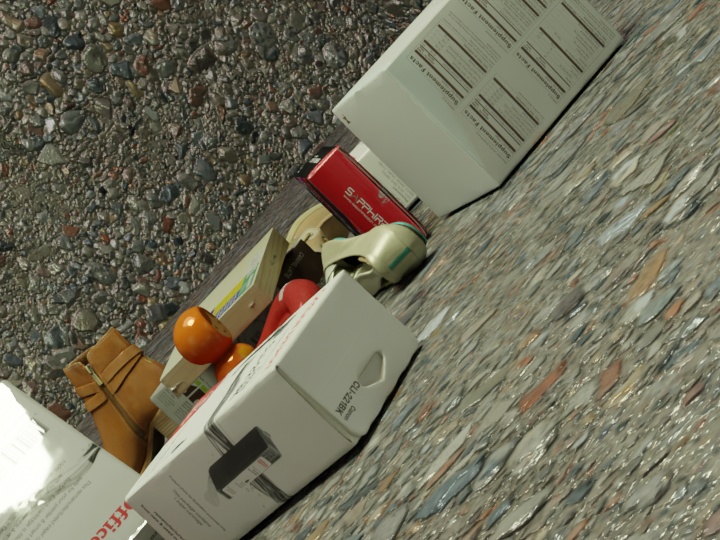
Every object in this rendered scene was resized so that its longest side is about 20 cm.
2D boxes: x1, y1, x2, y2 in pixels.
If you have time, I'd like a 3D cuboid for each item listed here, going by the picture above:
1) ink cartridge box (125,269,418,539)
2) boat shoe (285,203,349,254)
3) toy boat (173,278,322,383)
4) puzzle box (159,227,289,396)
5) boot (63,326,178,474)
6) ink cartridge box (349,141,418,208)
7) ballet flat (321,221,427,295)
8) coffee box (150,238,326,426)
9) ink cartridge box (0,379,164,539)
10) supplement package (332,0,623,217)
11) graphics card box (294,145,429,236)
[{"bbox_3d":[-0.065,0.111,1.309,0.200,0.084,0.144,-41,8,35],"label":"ink cartridge box"},{"bbox_3d":[-0.059,-0.008,2.074,0.064,0.071,0.200,8,45,37],"label":"boat shoe"},{"bbox_3d":[-0.107,0.081,1.529,0.200,0.131,0.130,-50,8,-23],"label":"toy boat"},{"bbox_3d":[-0.129,0.038,1.695,0.133,0.025,0.200,-45,10,14],"label":"puzzle box"},{"bbox_3d":[-0.285,0.168,2.001,0.200,0.155,0.074,-44,8,20],"label":"boot"},{"bbox_3d":[0.068,-0.154,2.004,0.200,0.084,0.146,-46,7,-1],"label":"ink cartridge box"},{"bbox_3d":[0.000,0.000,1.652,0.070,0.069,0.200,-49,7,-20],"label":"ballet flat"},{"bbox_3d":[-0.111,0.074,1.797,0.200,0.080,0.114,-43,8,27],"label":"coffee box"},{"bbox_3d":[-0.267,0.209,1.468,0.145,0.200,0.084,-49,-28,-19],"label":"ink cartridge box"},{"bbox_3d":[0.109,-0.183,1.652,0.200,0.151,0.152,-49,8,-20],"label":"supplement package"},{"bbox_3d":[-0.002,-0.068,1.773,0.051,0.125,0.200,-47,8,0],"label":"graphics card box"}]
